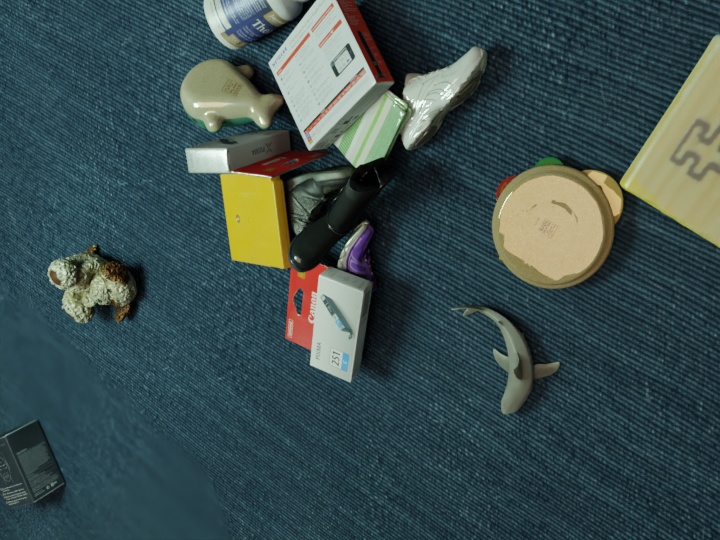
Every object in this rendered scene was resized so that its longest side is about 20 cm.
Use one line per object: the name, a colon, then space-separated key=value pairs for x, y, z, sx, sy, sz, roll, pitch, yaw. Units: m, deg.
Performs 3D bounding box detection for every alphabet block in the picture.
alphabet block: x=0.475 y=-0.156 z=0.812 sx=0.195 sy=0.194 sz=0.203 roll=36 pitch=118 yaw=17

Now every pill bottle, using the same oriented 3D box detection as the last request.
pill bottle: x=-0.169 y=-0.478 z=1.114 sx=0.196 sy=0.111 sz=0.114 roll=-15 pitch=96 yaw=30

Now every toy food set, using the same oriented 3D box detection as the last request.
toy food set: x=0.301 y=-0.073 z=1.009 sx=0.194 sy=0.048 sz=0.205 roll=19 pitch=112 yaw=23

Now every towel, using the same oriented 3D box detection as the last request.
towel: x=-0.009 y=-0.275 z=1.101 sx=0.201 sy=0.023 sz=0.154 roll=49 pitch=130 yaw=22

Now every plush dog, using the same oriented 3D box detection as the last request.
plush dog: x=-0.600 y=0.028 z=1.485 sx=0.168 sy=0.162 sz=0.202 roll=19 pitch=140 yaw=7

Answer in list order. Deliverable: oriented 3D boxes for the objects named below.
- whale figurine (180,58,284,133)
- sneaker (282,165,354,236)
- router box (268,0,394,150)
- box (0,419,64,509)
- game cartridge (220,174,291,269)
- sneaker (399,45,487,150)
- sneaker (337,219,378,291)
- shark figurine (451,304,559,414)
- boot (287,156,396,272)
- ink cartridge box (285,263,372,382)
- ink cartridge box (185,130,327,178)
whale figurine: x=-0.240 y=-0.313 z=1.202 sx=0.196 sy=0.162 sz=0.104 roll=19 pitch=156 yaw=11
sneaker: x=-0.080 y=-0.127 z=1.184 sx=0.196 sy=0.076 sz=0.117 roll=-14 pitch=99 yaw=33
router box: x=-0.055 y=-0.335 z=1.076 sx=0.199 sy=0.048 sz=0.183 roll=-33 pitch=79 yaw=44
box: x=-0.963 y=0.552 z=1.815 sx=0.146 sy=0.107 sz=0.204 roll=-20 pitch=94 yaw=31
game cartridge: x=-0.203 y=-0.101 z=1.239 sx=0.197 sy=0.032 sz=0.181 roll=9 pitch=109 yaw=48
sneaker: x=0.117 y=-0.295 z=1.033 sx=0.200 sy=0.077 sz=0.100 roll=-43 pitch=79 yaw=29
sneaker: x=0.000 y=0.000 z=1.186 sx=0.081 sy=0.081 sz=0.204 roll=18 pitch=121 yaw=7
shark figurine: x=0.249 y=0.138 z=1.073 sx=0.126 sy=0.089 sz=0.218 roll=-24 pitch=94 yaw=29
boot: x=-0.036 y=-0.091 z=1.077 sx=0.066 sy=0.165 sz=0.200 roll=44 pitch=148 yaw=-4
ink cartridge box: x=-0.072 y=0.087 z=1.186 sx=0.173 sy=0.045 sz=0.204 roll=20 pitch=121 yaw=20
ink cartridge box: x=-0.178 y=-0.211 z=1.130 sx=0.172 sy=0.200 sz=0.046 roll=6 pitch=113 yaw=25
